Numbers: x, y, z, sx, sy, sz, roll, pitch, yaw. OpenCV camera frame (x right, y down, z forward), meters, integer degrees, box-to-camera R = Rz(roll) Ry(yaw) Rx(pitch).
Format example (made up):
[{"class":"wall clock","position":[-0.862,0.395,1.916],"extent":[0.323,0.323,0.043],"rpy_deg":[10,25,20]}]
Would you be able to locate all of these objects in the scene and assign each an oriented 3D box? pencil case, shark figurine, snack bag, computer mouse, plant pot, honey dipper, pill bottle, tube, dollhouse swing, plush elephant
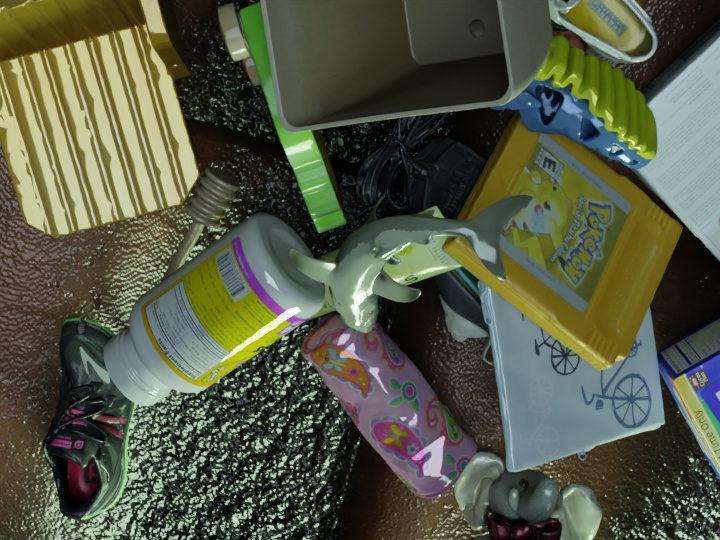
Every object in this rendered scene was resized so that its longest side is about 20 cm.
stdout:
[{"class":"pencil case","position":[0.030,0.123,1.303],"extent":[0.087,0.087,0.200],"rpy_deg":[-37,104,6]},{"class":"shark figurine","position":[0.031,-0.031,1.158],"extent":[0.128,0.090,0.214],"rpy_deg":[36,138,-25]},{"class":"snack bag","position":[0.199,0.082,1.274],"extent":[0.199,0.021,0.190],"rpy_deg":[-14,99,-30]},{"class":"computer mouse","position":[0.097,-0.071,1.265],"extent":[0.200,0.053,0.139],"rpy_deg":[35,73,-12]},{"class":"plant pot","position":[0.050,-0.227,1.069],"extent":[0.199,0.177,0.201],"rpy_deg":[-4,99,30]},{"class":"honey dipper","position":[-0.176,-0.004,1.283],"extent":[0.038,0.038,0.201],"rpy_deg":[29,104,-10]},{"class":"pill bottle","position":[-0.136,0.041,1.228],"extent":[0.200,0.104,0.104],"rpy_deg":[-34,104,21]},{"class":"tube","position":[0.000,0.000,1.250],"extent":[0.199,0.058,0.052],"rpy_deg":[-21,82,22]},{"class":"dollhouse swing","position":[-0.246,-0.136,1.183],"extent":[0.199,0.182,0.177],"rpy_deg":[-14,85,0]},{"class":"plush elephant","position":[0.160,0.258,1.313],"extent":[0.164,0.200,0.156],"rpy_deg":[10,81,-7]}]

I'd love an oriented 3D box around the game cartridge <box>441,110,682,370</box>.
[{"class":"game cartridge","position":[0.189,-0.031,1.243],"extent":[0.200,0.032,0.177],"rpy_deg":[36,62,-12]}]

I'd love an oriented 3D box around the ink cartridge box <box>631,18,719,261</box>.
[{"class":"ink cartridge box","position":[0.348,-0.112,1.278],"extent":[0.160,0.047,0.200],"rpy_deg":[-43,105,8]}]

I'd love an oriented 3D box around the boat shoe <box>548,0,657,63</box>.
[{"class":"boat shoe","position":[0.171,-0.240,1.144],"extent":[0.202,0.086,0.075],"rpy_deg":[39,99,-15]}]

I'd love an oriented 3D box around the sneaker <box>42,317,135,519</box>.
[{"class":"sneaker","position":[-0.256,0.143,1.286],"extent":[0.076,0.084,0.201],"rpy_deg":[2,104,12]}]

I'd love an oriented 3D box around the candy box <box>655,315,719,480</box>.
[{"class":"candy box","position":[0.413,0.112,1.320],"extent":[0.199,0.077,0.170],"rpy_deg":[-30,105,6]}]

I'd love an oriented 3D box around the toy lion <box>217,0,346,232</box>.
[{"class":"toy lion","position":[-0.055,-0.129,1.178],"extent":[0.068,0.200,0.193],"rpy_deg":[-18,87,3]}]

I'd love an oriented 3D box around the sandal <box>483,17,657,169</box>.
[{"class":"sandal","position":[0.177,-0.152,1.210],"extent":[0.200,0.080,0.087],"rpy_deg":[34,132,-13]}]

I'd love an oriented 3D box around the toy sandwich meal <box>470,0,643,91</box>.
[{"class":"toy sandwich meal","position":[0.162,-0.257,1.215],"extent":[0.204,0.070,0.206],"rpy_deg":[-1,104,-3]}]

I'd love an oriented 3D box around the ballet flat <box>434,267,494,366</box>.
[{"class":"ballet flat","position":[0.127,0.052,1.296],"extent":[0.200,0.073,0.073],"rpy_deg":[36,100,-15]}]

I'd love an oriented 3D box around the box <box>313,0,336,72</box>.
[{"class":"box","position":[-0.010,-0.282,1.162],"extent":[0.021,0.163,0.201],"rpy_deg":[-1,108,34]}]
